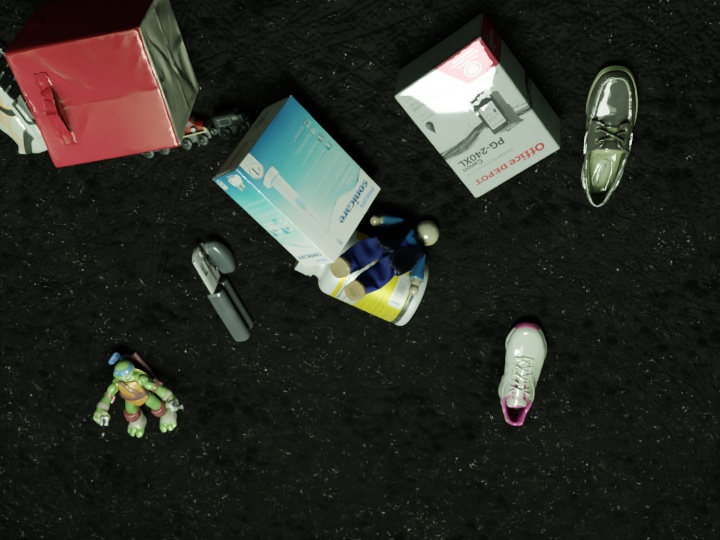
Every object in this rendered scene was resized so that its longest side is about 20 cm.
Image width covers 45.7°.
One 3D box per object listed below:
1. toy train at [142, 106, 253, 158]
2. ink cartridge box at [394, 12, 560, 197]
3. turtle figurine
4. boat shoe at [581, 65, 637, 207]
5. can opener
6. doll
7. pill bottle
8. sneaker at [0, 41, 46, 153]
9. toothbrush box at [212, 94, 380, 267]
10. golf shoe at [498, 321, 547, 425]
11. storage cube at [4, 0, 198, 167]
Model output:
[{"bbox_3d":[-0.256,-0.210,1.286,0.197,0.034,0.046,-10,123,17],"label":"toy train"},{"bbox_3d":[0.164,-0.221,1.174,0.144,0.084,0.200,-30,118,28],"label":"ink cartridge box"},{"bbox_3d":[-0.417,0.270,1.608,0.200,0.143,0.195,42,160,29],"label":"turtle figurine"},{"bbox_3d":[0.346,-0.180,1.187,0.071,0.066,0.203,4,129,7],"label":"boat shoe"},{"bbox_3d":[-0.225,0.034,1.464,0.066,0.054,0.201,-12,126,19],"label":"can opener"},{"bbox_3d":[0.049,-0.022,1.297,0.137,0.199,0.048,56,143,2],"label":"doll"},{"bbox_3d":[0.000,0.000,1.361,0.198,0.112,0.112,25,128,-10],"label":"pill bottle"},{"bbox_3d":[-0.528,-0.254,1.272,0.079,0.074,0.201,-13,125,21],"label":"sneaker"},{"bbox_3d":[-0.089,-0.125,1.242,0.200,0.147,0.085,42,154,-23],"label":"toothbrush box"},{"bbox_3d":[0.280,0.181,1.472,0.074,0.092,0.202,5,128,7],"label":"golf shoe"},{"bbox_3d":[-0.337,-0.268,1.154,0.177,0.201,0.173,-8,127,7],"label":"storage cube"}]
